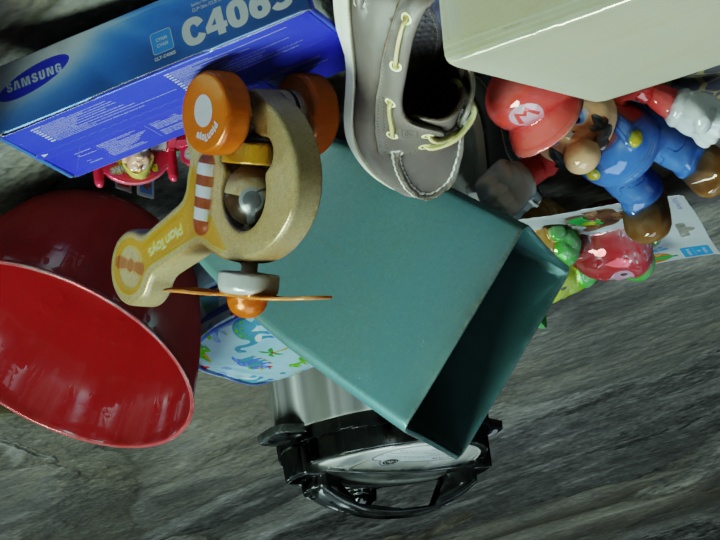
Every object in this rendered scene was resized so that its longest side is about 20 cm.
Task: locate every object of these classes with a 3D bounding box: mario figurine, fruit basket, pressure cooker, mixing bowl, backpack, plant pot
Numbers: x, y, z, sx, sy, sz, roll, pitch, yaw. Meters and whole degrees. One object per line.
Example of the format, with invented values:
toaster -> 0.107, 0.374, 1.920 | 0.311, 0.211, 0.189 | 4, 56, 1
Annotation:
mario figurine -> 0.152, -0.070, 1.577 | 0.106, 0.124, 0.199 | 21, 176, 45
fruit basket -> 0.155, -0.010, 1.872 | 0.198, 0.095, 0.185 | -4, 166, 15
pressure cooker -> 0.015, 0.096, 1.998 | 0.175, 0.202, 0.179 | -11, 164, 12
mixing bowl -> -0.184, 0.018, 1.716 | 0.199, 0.109, 0.201 | 17, 145, 12
backpack -> -0.043, -0.001, 1.772 | 0.199, 0.155, 0.163 | -3, 170, 35
plant pot -> 0.000, 0.000, 1.587 | 0.199, 0.142, 0.141 | 30, 178, 19

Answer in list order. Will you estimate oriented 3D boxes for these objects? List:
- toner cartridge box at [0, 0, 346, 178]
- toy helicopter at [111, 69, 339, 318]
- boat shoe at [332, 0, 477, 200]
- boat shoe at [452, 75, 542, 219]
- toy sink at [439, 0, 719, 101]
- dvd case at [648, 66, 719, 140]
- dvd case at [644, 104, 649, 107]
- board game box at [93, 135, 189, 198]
toner cartridge box -> -0.103, -0.116, 1.439 | 0.199, 0.043, 0.095 | -20, 160, 16
toy helicopter -> -0.082, -0.022, 1.450 | 0.078, 0.133, 0.200 | -2, 159, -38
boat shoe -> 0.032, -0.103, 1.425 | 0.072, 0.059, 0.201 | -37, 146, -21
boat shoe -> 0.086, -0.081, 1.665 | 0.061, 0.073, 0.200 | -29, 156, -7
toy sink -> 0.152, -0.172, 1.291 | 0.199, 0.113, 0.130 | -16, 164, 42
dvd case -> 0.264, -0.123, 1.624 | 0.147, 0.016, 0.200 | -7, 164, -5
dvd case -> 0.219, -0.124, 1.665 | 0.199, 0.022, 0.146 | -20, 161, 30
board game box -> -0.132, -0.083, 1.577 | 0.157, 0.039, 0.199 | -19, 162, 33
